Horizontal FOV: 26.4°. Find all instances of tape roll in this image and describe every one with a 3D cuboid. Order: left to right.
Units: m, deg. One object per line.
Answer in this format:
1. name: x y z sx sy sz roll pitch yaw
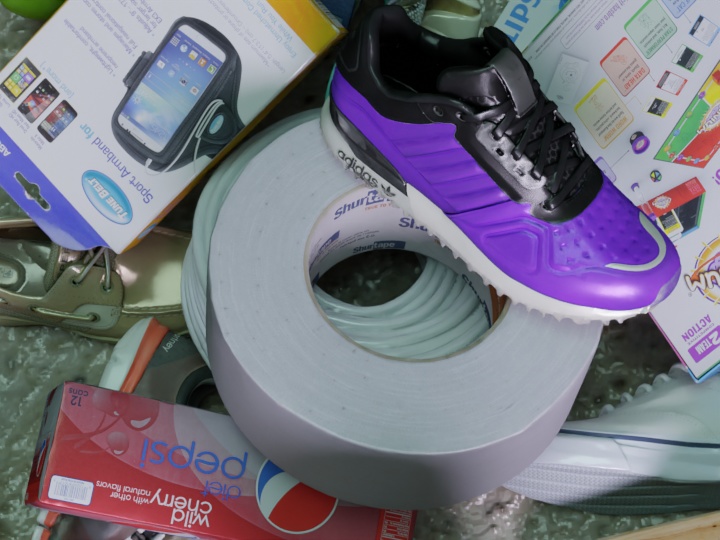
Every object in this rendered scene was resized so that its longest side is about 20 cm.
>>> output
1. tape roll: 0.021 0.015 0.772 0.198 0.066 0.202 3 59 -4

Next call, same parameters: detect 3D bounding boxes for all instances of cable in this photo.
1. cable: 0.000 0.000 0.856 0.198 0.069 0.201 -20 63 -19

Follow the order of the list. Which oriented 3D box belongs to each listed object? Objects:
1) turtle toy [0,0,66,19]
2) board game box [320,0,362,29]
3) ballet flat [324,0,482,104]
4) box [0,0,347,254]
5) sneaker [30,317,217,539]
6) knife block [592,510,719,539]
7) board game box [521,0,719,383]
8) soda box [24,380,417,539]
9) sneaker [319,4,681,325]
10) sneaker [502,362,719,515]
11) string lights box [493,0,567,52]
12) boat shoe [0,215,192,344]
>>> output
1. turtle toy: -0.131 -0.183 0.942 0.198 0.101 0.147 -1 70 13
2. board game box: -0.068 -0.239 0.892 0.198 0.035 0.136 26 63 3
3. ballet flat: 0.035 -0.139 0.897 0.071 0.073 0.201 9 39 10
4. box: -0.118 -0.105 0.847 0.200 0.041 0.119 -43 91 14
5. sneaker: -0.126 0.128 0.850 0.081 0.077 0.202 21 78 2
6. knife block: 0.183 0.151 0.746 0.198 0.176 0.065 -4 69 6
7. board game box: 0.175 -0.067 0.791 0.040 0.153 0.201 -16 68 -47
8. soda box: -0.071 0.111 0.807 0.198 0.070 0.064 14 75 -15
9. sneaker: 0.067 -0.057 0.719 0.199 0.100 0.070 33 52 15
10. sneaker: 0.167 0.090 0.834 0.198 0.073 0.071 2 61 -2
11. string lights box: 0.168 -0.095 0.897 0.199 0.059 0.103 29 78 16
12. boat shoe: -0.164 0.000 0.902 0.198 0.065 0.073 3 71 8
